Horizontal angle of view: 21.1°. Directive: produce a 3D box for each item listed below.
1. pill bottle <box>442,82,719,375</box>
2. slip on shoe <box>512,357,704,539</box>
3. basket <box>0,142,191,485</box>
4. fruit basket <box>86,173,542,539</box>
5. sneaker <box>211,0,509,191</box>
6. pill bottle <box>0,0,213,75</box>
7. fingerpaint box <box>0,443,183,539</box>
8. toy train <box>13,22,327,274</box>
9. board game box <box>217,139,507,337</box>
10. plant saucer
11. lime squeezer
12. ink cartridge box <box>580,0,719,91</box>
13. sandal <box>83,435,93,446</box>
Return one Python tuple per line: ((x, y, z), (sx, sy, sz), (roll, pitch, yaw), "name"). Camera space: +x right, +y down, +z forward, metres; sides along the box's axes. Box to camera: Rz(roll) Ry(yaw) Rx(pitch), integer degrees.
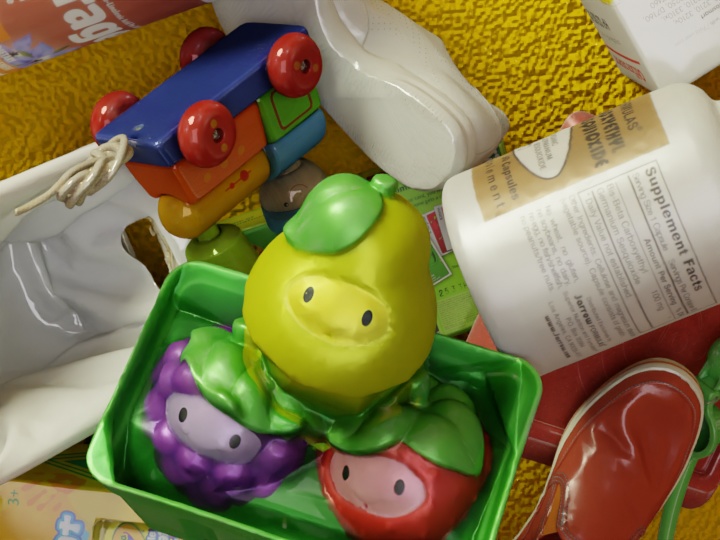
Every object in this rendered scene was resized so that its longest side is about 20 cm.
((0.152, -0.031, 0.990), (0.199, 0.114, 0.115), (-22, 103, 10), "pill bottle")
((0.128, 0.140, 1.074), (0.074, 0.061, 0.200), (32, 97, -12), "slip on shoe")
((-0.189, 0.024, 1.020), (0.123, 0.200, 0.136), (-13, 101, 44), "basket")
((-0.017, 0.059, 0.934), (0.215, 0.216, 0.156), (27, 58, -9), "fruit basket")
((-0.001, -0.128, 1.078), (0.200, 0.088, 0.075), (46, 130, 11), "sneaker")
((-0.128, -0.183, 1.012), (0.199, 0.112, 0.113), (-17, 103, 14), "pill bottle")
((-0.124, 0.204, 1.062), (0.166, 0.073, 0.201), (7, 104, -6), "fingerpaint box")
((-0.091, -0.037, 1.002), (0.200, 0.084, 0.116), (-42, 126, -35), "toy train")
((0.000, 0.000, 1.113), (0.199, 0.048, 0.102), (-19, 103, 0), "board game box")
((0.167, 0.034, 1.109), (0.199, 0.037, 0.201), (19, 102, -25), "plant saucer")
((0.209, 0.077, 1.107), (0.038, 0.071, 0.200), (36, 95, 31), "lime squeezer")
((0.153, -0.166, 1.052), (0.068, 0.115, 0.200), (-31, 102, 4), "ink cartridge box")
((-0.139, 0.150, 1.134), (0.082, 0.054, 0.201), (-20, 118, -41), "sandal")
